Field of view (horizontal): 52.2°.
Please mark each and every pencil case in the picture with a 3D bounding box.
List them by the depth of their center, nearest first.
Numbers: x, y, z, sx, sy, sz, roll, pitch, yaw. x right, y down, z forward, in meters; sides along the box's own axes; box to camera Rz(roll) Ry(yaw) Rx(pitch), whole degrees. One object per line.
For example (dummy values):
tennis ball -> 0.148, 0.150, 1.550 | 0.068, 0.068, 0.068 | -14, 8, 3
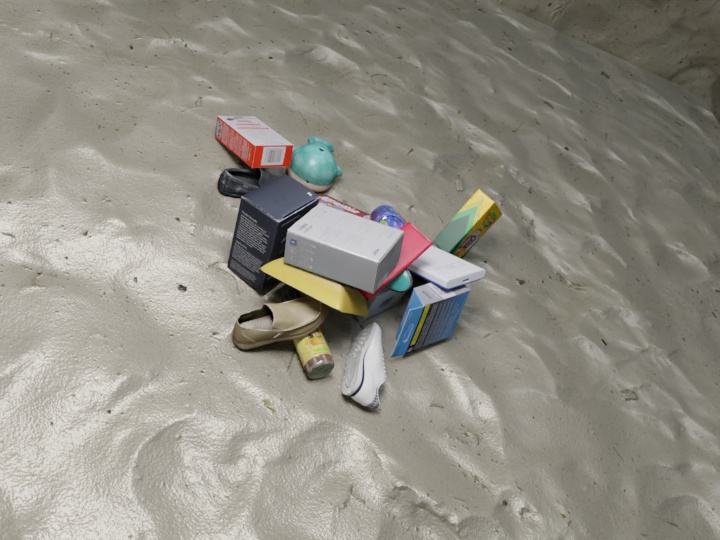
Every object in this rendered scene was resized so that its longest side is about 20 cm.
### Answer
pencil case -> 0.067, -0.108, 1.759 | 0.087, 0.078, 0.200 | 27, 10, -7

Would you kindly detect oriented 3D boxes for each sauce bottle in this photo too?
sauce bottle -> -0.116, 0.126, 1.527 | 0.065, 0.065, 0.200 | -4, 53, -34

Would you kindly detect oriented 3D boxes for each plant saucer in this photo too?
plant saucer -> -0.084, 0.029, 1.538 | 0.199, 0.049, 0.200 | 26, 1, 18

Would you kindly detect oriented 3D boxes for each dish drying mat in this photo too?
dish drying mat -> 0.061, -0.022, 1.568 | 0.077, 0.018, 0.200 | 43, 65, 16

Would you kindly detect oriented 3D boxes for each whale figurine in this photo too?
whale figurine -> -0.113, -0.295, 1.907 | 0.159, 0.104, 0.200 | 25, 41, -8

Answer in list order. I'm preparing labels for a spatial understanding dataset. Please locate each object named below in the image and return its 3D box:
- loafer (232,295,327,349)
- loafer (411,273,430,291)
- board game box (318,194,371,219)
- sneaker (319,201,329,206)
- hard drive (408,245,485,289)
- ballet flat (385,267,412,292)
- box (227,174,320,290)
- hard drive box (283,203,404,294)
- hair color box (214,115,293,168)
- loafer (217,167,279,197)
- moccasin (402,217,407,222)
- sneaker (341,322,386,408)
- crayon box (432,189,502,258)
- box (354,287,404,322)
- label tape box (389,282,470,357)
loafer -> -0.161, 0.100, 1.467 | 0.199, 0.068, 0.076 | -21, 57, -12
loafer -> 0.096, 0.005, 1.778 | 0.200, 0.075, 0.070 | 36, 45, 19
board game box -> -0.073, -0.150, 1.780 | 0.103, 0.020, 0.200 | -6, 22, -37
sneaker -> -0.144, -0.125, 1.711 | 0.090, 0.067, 0.200 | -23, 31, -31
hard drive -> 0.170, -0.014, 1.697 | 0.132, 0.025, 0.200 | -15, 30, -39
ballet flat -> 0.034, -0.021, 1.615 | 0.200, 0.073, 0.073 | 35, 41, 10
box -> -0.187, -0.082, 1.572 | 0.104, 0.200, 0.148 | 34, 39, 17
hard drive box -> -0.031, -0.049, 1.490 | 0.199, 0.077, 0.156 | 19, 32, 15
hair color box -> -0.266, -0.321, 1.821 | 0.111, 0.064, 0.200 | -8, 35, -37
loafer -> -0.242, -0.210, 1.767 | 0.200, 0.070, 0.068 | 2, 51, -29
moccasin -> 0.138, -0.061, 1.867 | 0.078, 0.074, 0.201 | -18, 51, -32
sneaker -> 0.018, 0.198, 1.546 | 0.080, 0.076, 0.200 | 33, 44, -17
crayon box -> 0.273, -0.108, 1.851 | 0.058, 0.173, 0.200 | 45, 9, 14
box -> 0.000, 0.000, 1.696 | 0.124, 0.098, 0.200 | -19, 63, -42
label tape box -> 0.140, 0.103, 1.641 | 0.199, 0.144, 0.066 | -14, 44, -39
